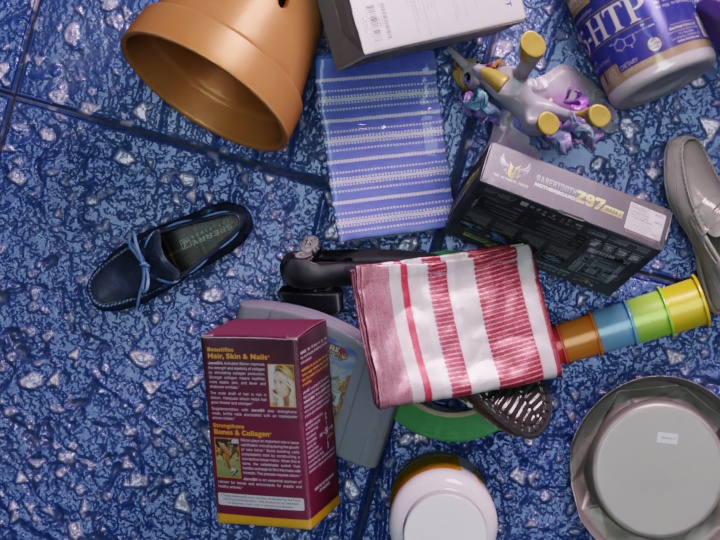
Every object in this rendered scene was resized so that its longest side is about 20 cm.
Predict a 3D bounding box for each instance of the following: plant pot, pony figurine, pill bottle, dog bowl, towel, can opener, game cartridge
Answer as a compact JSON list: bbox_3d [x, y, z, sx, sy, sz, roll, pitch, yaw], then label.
[{"bbox_3d":[-0.130,-0.239,1.425,0.199,0.200,0.141,29,75,1],"label":"plant pot"},{"bbox_3d":[0.180,-0.167,1.427,0.193,0.200,0.167,43,85,-15],"label":"pony figurine"},{"bbox_3d":[0.084,0.254,1.409,0.110,0.200,0.112,0,90,2],"label":"pill bottle"},{"bbox_3d":[0.317,0.212,1.474,0.198,0.059,0.202,0,91,1],"label":"dog bowl"},{"bbox_3d":[0.096,0.053,1.367,0.198,0.023,0.146,-8,75,-16],"label":"towel"},{"bbox_3d":[0.279,-0.283,1.436,0.119,0.120,0.202,-23,81,2],"label":"pill bottle"},{"bbox_3d":[0.000,0.000,1.454,0.198,0.064,0.079,-6,122,26],"label":"can opener"},{"bbox_3d":[-0.053,0.112,1.461,0.198,0.041,0.134,21,110,16],"label":"game cartridge"},{"bbox_3d":[0.029,-0.138,1.469,0.143,0.024,0.202,-8,90,-23],"label":"towel"}]

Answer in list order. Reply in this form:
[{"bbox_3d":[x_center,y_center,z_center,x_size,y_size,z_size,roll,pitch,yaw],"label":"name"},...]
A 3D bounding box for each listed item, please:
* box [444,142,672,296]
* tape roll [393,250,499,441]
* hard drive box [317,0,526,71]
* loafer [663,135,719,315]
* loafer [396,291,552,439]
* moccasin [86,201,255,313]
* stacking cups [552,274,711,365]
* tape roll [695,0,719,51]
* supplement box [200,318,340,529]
[{"bbox_3d":[0.199,-0.049,1.416,0.198,0.158,0.051,21,69,-3],"label":"box"},{"bbox_3d":[0.101,0.080,1.461,0.198,0.048,0.203,-1,88,16],"label":"tape roll"},{"bbox_3d":[0.054,-0.305,1.409,0.198,0.077,0.157,-16,92,-24],"label":"hard drive box"},{"bbox_3d":[0.379,-0.050,1.457,0.070,0.070,0.202,-24,94,-31],"label":"loafer"},{"bbox_3d":[0.112,0.097,1.407,0.200,0.071,0.073,43,67,3],"label":"loafer"},{"bbox_3d":[-0.211,-0.023,1.480,0.199,0.068,0.081,-33,90,2],"label":"moccasin"},{"bbox_3d":[0.274,0.066,1.475,0.198,0.061,0.061,-21,90,5],"label":"stacking cups"},{"bbox_3d":[0.439,-0.232,1.395,0.200,0.200,0.066,40,92,1],"label":"tape roll"},{"bbox_3d":[-0.091,0.155,1.417,0.109,0.086,0.202,0,100,21],"label":"supplement box"}]
